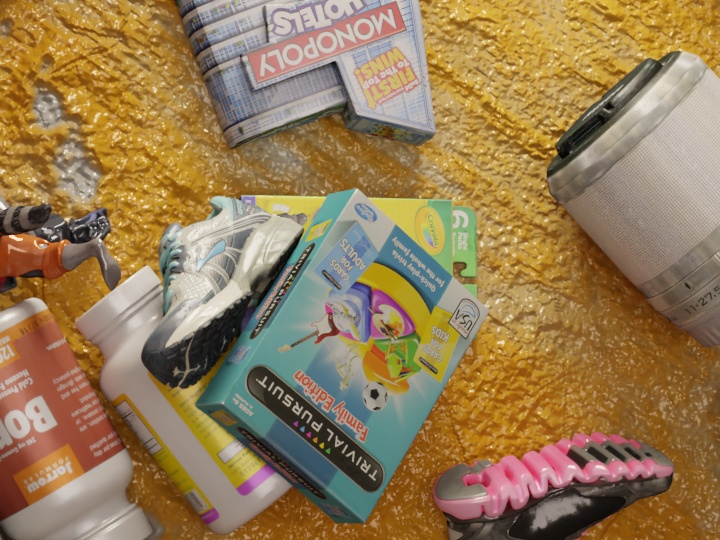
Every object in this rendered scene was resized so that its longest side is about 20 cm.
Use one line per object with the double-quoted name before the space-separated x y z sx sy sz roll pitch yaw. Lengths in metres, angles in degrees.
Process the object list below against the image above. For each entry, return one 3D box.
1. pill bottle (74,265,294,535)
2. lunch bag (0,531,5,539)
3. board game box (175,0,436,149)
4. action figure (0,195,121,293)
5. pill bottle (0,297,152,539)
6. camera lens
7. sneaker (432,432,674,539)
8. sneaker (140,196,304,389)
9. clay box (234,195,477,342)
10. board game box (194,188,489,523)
"pill bottle" -0.130 0.097 1.648 0.104 0.104 0.200 -38 93 -11
"lunch bag" -0.324 0.198 1.557 0.117 0.200 0.165 -32 92 -11
"board game box" -0.027 -0.180 1.712 0.199 0.062 0.201 -21 88 -11
"action figure" -0.262 -0.030 1.608 0.199 0.193 0.105 -28 122 -34
"pill bottle" -0.242 0.132 1.621 0.112 0.112 0.201 -30 90 -11
"camera lens" 0.259 -0.060 1.700 0.160 0.160 0.200 -44 93 -10
"sneaker" 0.156 0.192 1.715 0.198 0.079 0.096 -10 109 -10
"sneaker" -0.122 0.013 1.596 0.086 0.078 0.200 30 38 7
"clay box" 0.000 0.000 1.707 0.198 0.048 0.116 0 85 -9
"board game box" -0.010 0.065 1.614 0.151 0.047 0.201 41 66 -22
